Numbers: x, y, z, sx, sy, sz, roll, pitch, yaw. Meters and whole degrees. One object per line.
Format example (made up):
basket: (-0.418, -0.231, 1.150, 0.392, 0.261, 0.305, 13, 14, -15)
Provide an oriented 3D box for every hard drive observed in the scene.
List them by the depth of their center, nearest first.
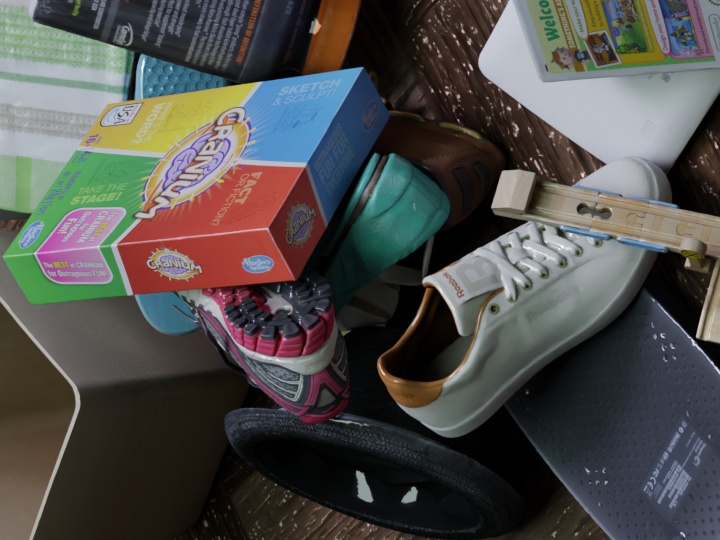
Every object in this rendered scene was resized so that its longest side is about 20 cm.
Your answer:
hard drive: (0.165, 0.082, 1.612, 0.200, 0.042, 0.135, 49, 127, 36)

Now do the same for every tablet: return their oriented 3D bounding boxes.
tablet: (0.151, -0.144, 1.561, 0.130, 0.014, 0.200, 36, 135, 7)

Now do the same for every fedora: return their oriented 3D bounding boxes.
fedora: (0.018, 0.093, 1.724, 0.200, 0.200, 0.092, -1, 61, 49)

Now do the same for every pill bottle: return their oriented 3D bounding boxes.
pill bottle: (-0.100, -0.179, 1.760, 0.106, 0.199, 0.107, -164, 90, -82)

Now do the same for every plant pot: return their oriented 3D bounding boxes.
plant pot: (-0.196, 0.096, 1.924, 0.200, 0.176, 0.201, 46, 126, 36)

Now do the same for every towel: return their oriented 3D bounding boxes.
towel: (-0.223, -0.137, 1.875, 0.148, 0.031, 0.201, 9, 108, 6)

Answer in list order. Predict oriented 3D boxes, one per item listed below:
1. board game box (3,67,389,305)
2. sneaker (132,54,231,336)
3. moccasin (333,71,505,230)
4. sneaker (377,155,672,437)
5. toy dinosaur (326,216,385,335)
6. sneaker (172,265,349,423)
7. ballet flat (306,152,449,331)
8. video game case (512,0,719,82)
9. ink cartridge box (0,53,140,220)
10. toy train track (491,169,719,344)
board game box: (-0.098, -0.050, 1.697, 0.199, 0.153, 0.040, -6, 128, 33)
sneaker: (-0.116, -0.062, 1.877, 0.131, 0.079, 0.201, -123, 37, -81)
moccasin: (0.003, -0.078, 1.764, 0.201, 0.078, 0.074, 8, 123, 44)
sneaker: (0.092, 0.008, 1.583, 0.200, 0.085, 0.073, -47, 50, 6)
toy dinosaur: (-0.020, 0.032, 1.808, 0.101, 0.058, 0.201, 34, 119, 40)
sneaker: (-0.065, 0.026, 1.680, 0.200, 0.080, 0.075, -130, 19, -60)
ballet flat: (0.000, 0.000, 1.713, 0.070, 0.068, 0.200, 31, 145, -6)
video game case: (0.156, -0.185, 1.471, 0.181, 0.022, 0.201, -3, 134, 22)
ink cartridge box: (-0.249, -0.152, 1.986, 0.145, 0.144, 0.201, 26, 112, 45)
toy train track: (0.167, -0.027, 1.535, 0.199, 0.033, 0.115, 12, 72, 19)
